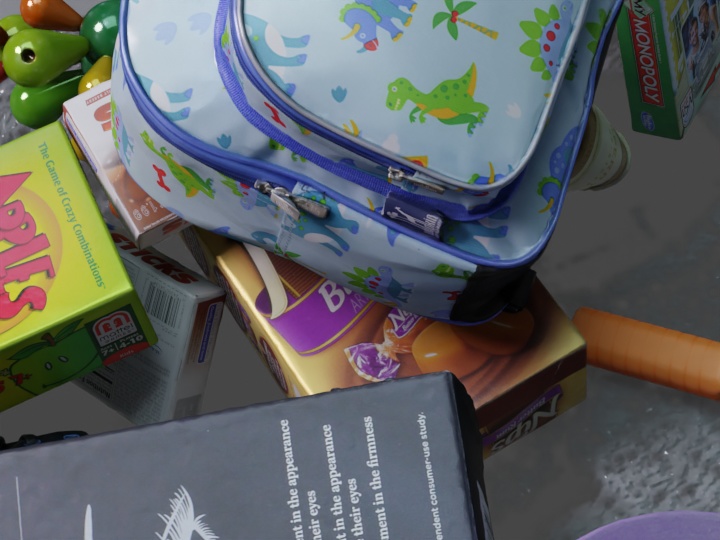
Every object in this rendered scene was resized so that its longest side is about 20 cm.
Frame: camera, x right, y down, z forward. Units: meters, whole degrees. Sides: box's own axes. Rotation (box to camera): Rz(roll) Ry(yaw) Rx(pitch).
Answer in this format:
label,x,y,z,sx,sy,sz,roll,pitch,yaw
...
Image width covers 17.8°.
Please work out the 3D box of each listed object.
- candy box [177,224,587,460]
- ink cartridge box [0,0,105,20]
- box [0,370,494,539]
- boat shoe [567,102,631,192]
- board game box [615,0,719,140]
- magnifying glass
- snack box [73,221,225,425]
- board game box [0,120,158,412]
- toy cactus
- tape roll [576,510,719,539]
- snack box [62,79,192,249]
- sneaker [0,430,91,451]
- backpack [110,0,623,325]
label,x,y,z,sx,sy,sz,roll,pitch,yaw
candy box,0.000,0.000,1.035,0.116,0.057,0.200,-30,61,-12
ink cartridge box,-0.133,-0.211,1.233,0.145,0.083,0.200,-13,26,4
box,-0.044,0.137,0.890,0.199,0.104,0.149,-10,69,6
boat shoe,0.036,-0.077,1.129,0.200,0.063,0.074,13,86,32
board game box,0.176,-0.181,1.125,0.029,0.135,0.200,15,55,26
magnifying glass,0.179,0.050,0.986,0.199,0.022,0.080,14,71,32
snack box,-0.146,0.003,1.087,0.200,0.072,0.024,29,26,34
board game box,-0.200,0.023,1.002,0.199,0.048,0.102,-25,57,-5
toy cactus,-0.098,-0.102,1.106,0.164,0.200,0.103,-26,73,16
tape roll,0.114,0.187,0.788,0.199,0.066,0.201,9,63,-18
snack box,-0.029,-0.086,1.033,0.199,0.024,0.072,-28,74,-14
sneaker,-0.173,0.082,1.036,0.111,0.073,0.201,-21,55,-8
backpack,0.001,-0.096,0.950,0.199,0.147,0.184,19,69,3
